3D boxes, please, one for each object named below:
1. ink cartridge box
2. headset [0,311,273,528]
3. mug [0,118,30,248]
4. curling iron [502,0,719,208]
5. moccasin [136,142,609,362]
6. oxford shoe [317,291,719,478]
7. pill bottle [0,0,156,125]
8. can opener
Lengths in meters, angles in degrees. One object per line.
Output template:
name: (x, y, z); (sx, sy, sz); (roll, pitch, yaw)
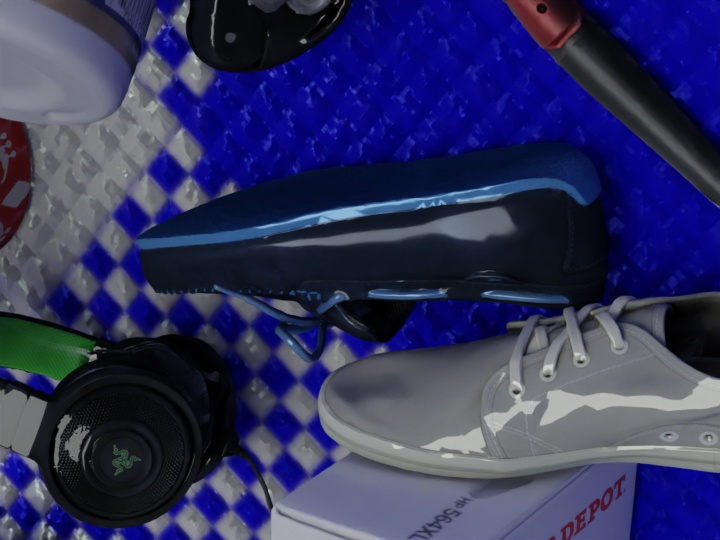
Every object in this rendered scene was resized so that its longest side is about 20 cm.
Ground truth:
ink cartridge box: (0.035, 0.160, 0.898); (0.084, 0.146, 0.200); (15, 116, 29)
headset: (-0.085, 0.052, 0.959); (0.200, 0.124, 0.094); (23, 101, 7)
mug: (-0.244, -0.005, 0.975); (0.133, 0.200, 0.178); (21, 120, 23)
curling iron: (0.076, -0.096, 0.841); (0.200, 0.026, 0.050); (53, 130, 3)
moccasin: (0.000, 0.000, 0.897); (0.200, 0.080, 0.068); (-4, 111, 35)
oxford shoe: (0.081, 0.037, 0.846); (0.200, 0.075, 0.058); (-1, 125, 15)
pill bottle: (-0.112, -0.163, 0.833); (0.111, 0.111, 0.200); (6, 73, 31)
can opener: (-0.025, -0.166, 0.845); (0.079, 0.063, 0.200); (-133, 50, -57)
